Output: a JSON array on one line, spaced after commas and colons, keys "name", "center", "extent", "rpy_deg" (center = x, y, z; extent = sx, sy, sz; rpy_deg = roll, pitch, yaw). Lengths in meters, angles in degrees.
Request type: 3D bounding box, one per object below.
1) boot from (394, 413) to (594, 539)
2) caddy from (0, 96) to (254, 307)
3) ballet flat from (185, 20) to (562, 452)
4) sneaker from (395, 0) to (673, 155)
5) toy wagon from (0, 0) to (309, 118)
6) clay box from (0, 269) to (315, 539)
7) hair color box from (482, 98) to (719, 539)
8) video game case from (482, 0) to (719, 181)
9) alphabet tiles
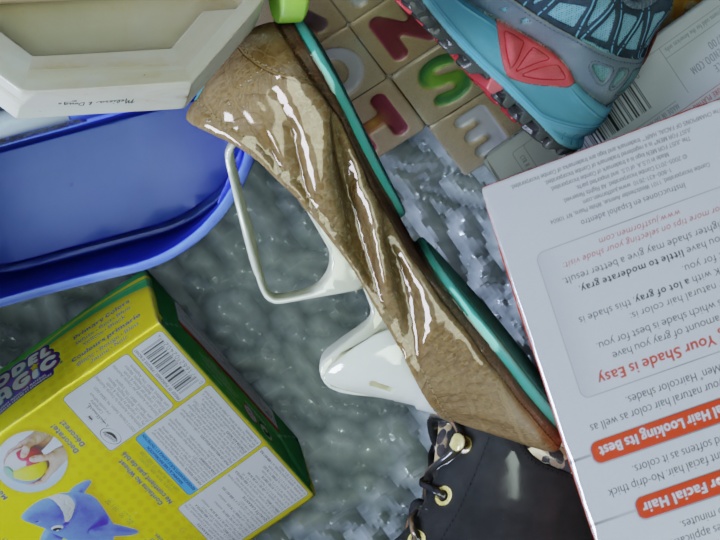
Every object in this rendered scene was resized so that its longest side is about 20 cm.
[{"name": "boot", "center": [0.019, 0.112, 1.168], "extent": [0.199, 0.073, 0.151], "rpy_deg": [17, 77, 3]}, {"name": "caddy", "center": [-0.133, -0.063, 1.165], "extent": [0.199, 0.105, 0.142], "rpy_deg": [-15, 96, 7]}, {"name": "ballet flat", "center": [0.000, 0.000, 1.119], "extent": [0.072, 0.068, 0.200], "rpy_deg": [-34, 101, 4]}, {"name": "sneaker", "center": [0.048, -0.132, 1.084], "extent": [0.096, 0.200, 0.079], "rpy_deg": [-46, 46, 2]}, {"name": "toy wagon", "center": [-0.106, -0.153, 1.085], "extent": [0.154, 0.040, 0.201], "rpy_deg": [-4, 67, -14]}, {"name": "clay box", "center": [-0.132, 0.101, 1.193], "extent": [0.200, 0.048, 0.115], "rpy_deg": [-34, 123, 9]}, {"name": "hair color box", "center": [0.131, 0.047, 1.098], "extent": [0.111, 0.064, 0.201], "rpy_deg": [-20, 79, 14]}, {"name": "video game case", "center": [0.179, -0.025, 1.144], "extent": [0.200, 0.045, 0.182], "rpy_deg": [-35, 75, 12]}, {"name": "alphabet tiles", "center": [0.058, -0.123, 1.137], "extent": [0.200, 0.008, 0.167], "rpy_deg": [-32, 133, 8]}]
